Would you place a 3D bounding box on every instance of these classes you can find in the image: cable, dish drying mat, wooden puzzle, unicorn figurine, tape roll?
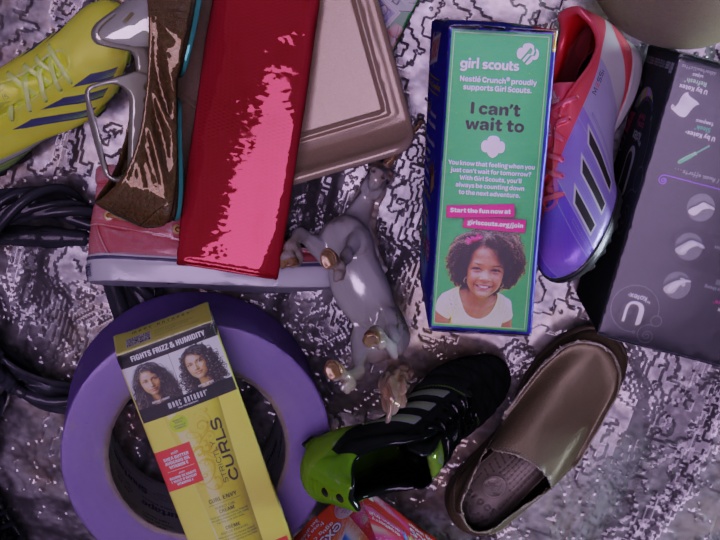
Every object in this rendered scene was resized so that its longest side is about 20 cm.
[{"bbox_3d":[-0.234,0.028,0.999,0.200,0.051,0.164,38,93,-13],"label":"cable"},{"bbox_3d":[-0.079,-0.098,0.893,0.076,0.018,0.202,9,91,6],"label":"dish drying mat"},{"bbox_3d":[-0.072,-0.158,0.918,0.183,0.037,0.202,-15,89,6],"label":"wooden puzzle"},{"bbox_3d":[0.000,0.000,0.929,0.073,0.137,0.202,-2,100,22],"label":"unicorn figurine"},{"bbox_3d":[-0.125,0.123,0.970,0.198,0.085,0.202,-2,105,-8],"label":"tape roll"}]

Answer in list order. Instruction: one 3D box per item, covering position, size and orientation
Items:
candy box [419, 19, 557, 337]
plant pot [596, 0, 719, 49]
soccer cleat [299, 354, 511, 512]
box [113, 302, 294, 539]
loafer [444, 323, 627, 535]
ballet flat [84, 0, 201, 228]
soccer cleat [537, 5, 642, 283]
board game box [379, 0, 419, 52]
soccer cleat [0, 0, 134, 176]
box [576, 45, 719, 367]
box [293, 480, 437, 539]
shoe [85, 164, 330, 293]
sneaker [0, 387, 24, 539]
[{"bbox_3d":[0.084,-0.073,0.894,0.076,0.169,0.202,1,102,0],"label":"candy box"},{"bbox_3d":[0.221,-0.231,0.860,0.198,0.201,0.135,6,134,2],"label":"plant pot"},{"bbox_3d":[0.047,0.123,0.945,0.199,0.081,0.068,-25,117,-30],"label":"soccer cleat"},{"bbox_3d":[-0.108,0.130,0.904,0.075,0.050,0.202,-19,108,-6],"label":"box"},{"bbox_3d":[0.139,0.132,0.986,0.076,0.067,0.201,32,102,-4],"label":"loafer"},{"bbox_3d":[-0.151,-0.130,0.872,0.072,0.068,0.202,5,98,-20],"label":"ballet flat"},{"bbox_3d":[0.147,-0.089,0.892,0.073,0.068,0.202,34,62,-38],"label":"soccer cleat"},{"bbox_3d":[-0.037,-0.258,0.934,0.199,0.029,0.135,28,101,-2],"label":"board game box"},{"bbox_3d":[-0.244,-0.126,0.921,0.199,0.083,0.065,-33,74,26],"label":"soccer cleat"},{"bbox_3d":[0.236,-0.049,0.914,0.105,0.122,0.202,14,102,0],"label":"box"},{"bbox_3d":[0.038,0.264,0.969,0.095,0.100,0.200,-44,121,10],"label":"box"},{"bbox_3d":[-0.105,-0.032,0.963,0.198,0.071,0.092,3,84,-10],"label":"shoe"},{"bbox_3d":[-0.300,0.176,1.016,0.202,0.077,0.147,37,104,-4],"label":"sneaker"}]
